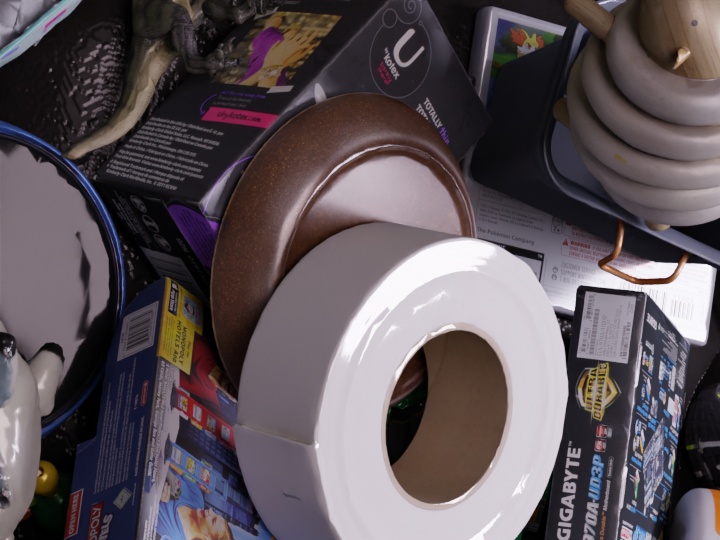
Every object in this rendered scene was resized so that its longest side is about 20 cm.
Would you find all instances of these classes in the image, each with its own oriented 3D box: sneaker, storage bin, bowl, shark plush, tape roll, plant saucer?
[{"bbox_3d":[0.289,0.137,1.884,0.200,0.074,0.081,46,58,-24],"label":"sneaker"},{"bbox_3d":[0.169,-0.063,1.765,0.199,0.134,0.146,23,76,-23],"label":"storage bin"},{"bbox_3d":[-0.225,0.009,1.626,0.199,0.039,0.202,2,85,-28],"label":"bowl"},{"bbox_3d":[-0.218,0.110,1.574,0.083,0.091,0.202,4,97,14],"label":"shark plush"},{"bbox_3d":[0.025,0.076,1.603,0.202,0.071,0.204,-12,107,-42],"label":"tape roll"},{"bbox_3d":[0.000,0.000,1.637,0.199,0.034,0.202,-14,111,-39],"label":"plant saucer"}]

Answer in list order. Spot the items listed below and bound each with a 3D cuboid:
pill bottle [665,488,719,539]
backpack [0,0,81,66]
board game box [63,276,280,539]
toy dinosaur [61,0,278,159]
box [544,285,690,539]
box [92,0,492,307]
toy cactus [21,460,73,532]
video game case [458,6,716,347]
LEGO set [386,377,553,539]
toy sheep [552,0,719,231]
[{"bbox_3d":[0.293,0.209,1.801,0.199,0.113,0.114,11,81,-3],"label":"pill bottle"},{"bbox_3d":[-0.221,-0.204,1.578,0.200,0.153,0.176,-39,98,-23],"label":"backpack"},{"bbox_3d":[-0.074,0.141,1.625,0.200,0.061,0.201,40,40,-36],"label":"board game box"},{"bbox_3d":[-0.104,-0.145,1.670,0.048,0.088,0.201,58,43,-56],"label":"toy dinosaur"},{"bbox_3d":[0.160,0.105,1.749,0.046,0.200,0.160,6,82,15],"label":"box"},{"bbox_3d":[-0.038,-0.072,1.679,0.200,0.106,0.123,-47,127,-23],"label":"box"},{"bbox_3d":[-0.141,0.162,1.640,0.200,0.102,0.165,42,59,-10],"label":"toy cactus"},{"bbox_3d":[0.150,-0.059,1.843,0.199,0.022,0.184,13,81,-26],"label":"video game case"},{"bbox_3d":[0.051,0.153,1.745,0.153,0.116,0.201,5,73,1],"label":"LEGO set"},{"bbox_3d":[0.177,-0.094,1.610,0.137,0.201,0.139,-1,55,2],"label":"toy sheep"}]
